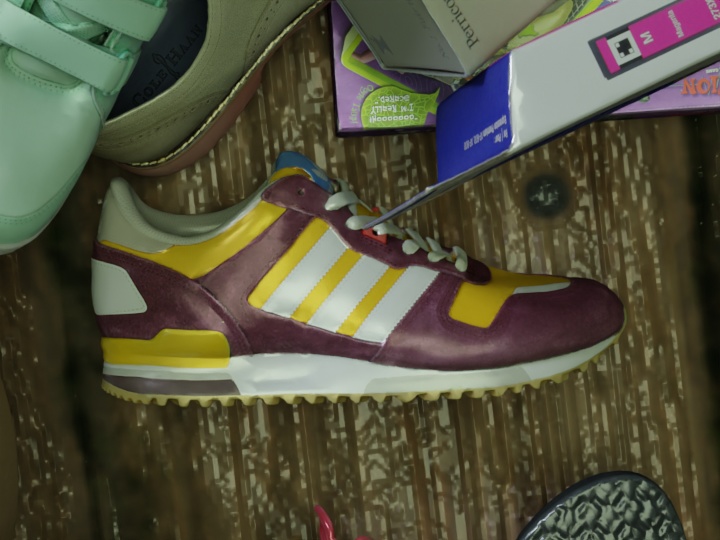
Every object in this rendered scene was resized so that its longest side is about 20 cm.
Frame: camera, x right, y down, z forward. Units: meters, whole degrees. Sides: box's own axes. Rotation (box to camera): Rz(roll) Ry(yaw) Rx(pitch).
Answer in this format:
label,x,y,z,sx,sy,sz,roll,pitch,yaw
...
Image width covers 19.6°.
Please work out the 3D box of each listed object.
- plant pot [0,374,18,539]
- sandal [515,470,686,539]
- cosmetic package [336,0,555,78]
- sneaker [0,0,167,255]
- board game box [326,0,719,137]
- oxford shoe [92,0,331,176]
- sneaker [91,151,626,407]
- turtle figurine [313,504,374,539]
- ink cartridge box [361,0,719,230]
label,x,y,z,sx,sy,sz,roll,pitch,yaw
plant pot,-0.196,0.048,0.729,0.199,0.093,0.202,6,108,19
sandal,0.079,0.170,0.797,0.075,0.048,0.202,5,102,-6
cosmetic package,0.066,-0.169,0.729,0.200,0.073,0.104,-44,113,-15
sneaker,-0.085,-0.096,0.661,0.073,0.118,0.202,19,90,-30
board game box,0.085,-0.117,0.803,0.198,0.032,0.121,-3,86,-4
oxford shoe,-0.040,-0.121,0.752,0.071,0.074,0.201,33,97,13
sneaker,0.000,0.000,0.772,0.198,0.075,0.091,-4,95,-6
turtle figurine,-0.030,0.173,0.761,0.199,0.101,0.150,-30,132,-9
ink cartridge box,0.091,-0.073,0.726,0.199,0.095,0.037,-28,90,-14
